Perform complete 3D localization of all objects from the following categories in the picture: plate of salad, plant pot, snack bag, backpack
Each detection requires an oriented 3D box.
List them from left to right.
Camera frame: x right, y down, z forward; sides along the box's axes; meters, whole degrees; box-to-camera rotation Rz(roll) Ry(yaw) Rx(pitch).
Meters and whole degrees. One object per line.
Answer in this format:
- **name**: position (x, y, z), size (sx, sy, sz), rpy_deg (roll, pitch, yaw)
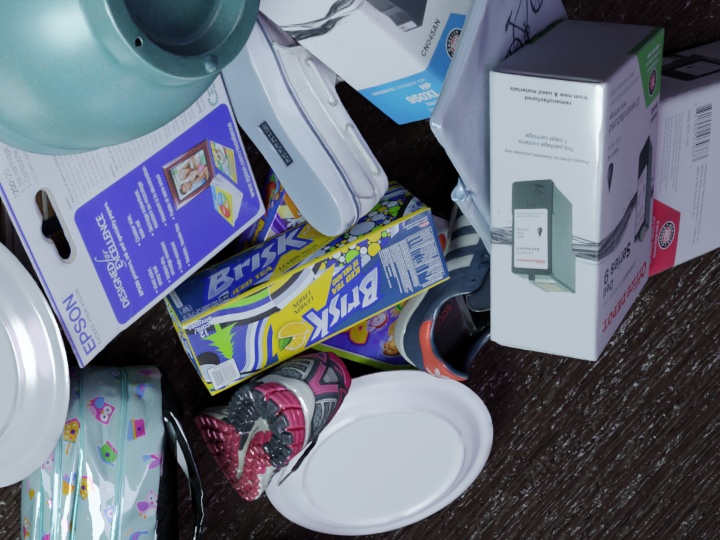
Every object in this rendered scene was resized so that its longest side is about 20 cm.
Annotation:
- **plate of salad**: position (-0.277, 0.053, 0.876), size (0.197, 0.048, 0.203), rpy_deg (7, 109, 21)
- **backpack**: position (-0.190, 0.170, 0.955), size (0.125, 0.167, 0.203), rpy_deg (-1, 106, -21)
- **plant pot**: position (-0.141, -0.167, 0.740), size (0.199, 0.133, 0.203), rpy_deg (-7, 99, -47)
- **plate of salad**: position (0.014, 0.150, 1.081), size (0.197, 0.048, 0.202), rpy_deg (-8, 132, -8)
- **snack bag**: position (0.100, -0.129, 0.893), size (0.200, 0.021, 0.191), rpy_deg (48, 58, -59)

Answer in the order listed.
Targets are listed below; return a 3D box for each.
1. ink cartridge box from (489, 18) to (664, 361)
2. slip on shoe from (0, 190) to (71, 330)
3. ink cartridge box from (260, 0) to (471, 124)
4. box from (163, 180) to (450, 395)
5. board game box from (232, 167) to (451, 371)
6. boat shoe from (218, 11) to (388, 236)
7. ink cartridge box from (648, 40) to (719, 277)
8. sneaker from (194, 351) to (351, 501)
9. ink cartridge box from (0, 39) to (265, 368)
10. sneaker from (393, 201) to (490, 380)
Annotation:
- **ink cartridge box**: position (0.153, -0.060, 0.907), size (0.146, 0.083, 0.203), rpy_deg (-41, 135, -53)
- **slip on shoe**: position (-0.224, -0.059, 0.887), size (0.076, 0.060, 0.203), rpy_deg (-28, 128, -46)
- **ink cartridge box**: position (0.008, -0.219, 0.875), size (0.199, 0.084, 0.146), rpy_deg (35, 67, -31)
- **box**: position (-0.040, 0.010, 0.940), size (0.198, 0.070, 0.065), rpy_deg (-25, 118, -11)
- **board game box**: position (0.000, 0.000, 1.022), size (0.198, 0.045, 0.136), rpy_deg (18, 104, -29)
- **boat shoe**: position (-0.041, -0.131, 0.917), size (0.086, 0.074, 0.203), rpy_deg (-36, 95, -30)
- **ink cartridge box**: position (0.267, -0.095, 1.045), size (0.198, 0.083, 0.147), rpy_deg (-19, 120, -34)
- **sneaker**: position (-0.066, 0.119, 0.973), size (0.074, 0.200, 0.081), rpy_deg (-33, 89, -30)
- **ink cartridge box**: position (-0.165, -0.073, 0.866), size (0.200, 0.043, 0.200), rpy_deg (-44, 131, -37)
- **sneaker**: position (0.102, -0.005, 0.985), size (0.074, 0.084, 0.202), rpy_deg (21, 97, -29)
